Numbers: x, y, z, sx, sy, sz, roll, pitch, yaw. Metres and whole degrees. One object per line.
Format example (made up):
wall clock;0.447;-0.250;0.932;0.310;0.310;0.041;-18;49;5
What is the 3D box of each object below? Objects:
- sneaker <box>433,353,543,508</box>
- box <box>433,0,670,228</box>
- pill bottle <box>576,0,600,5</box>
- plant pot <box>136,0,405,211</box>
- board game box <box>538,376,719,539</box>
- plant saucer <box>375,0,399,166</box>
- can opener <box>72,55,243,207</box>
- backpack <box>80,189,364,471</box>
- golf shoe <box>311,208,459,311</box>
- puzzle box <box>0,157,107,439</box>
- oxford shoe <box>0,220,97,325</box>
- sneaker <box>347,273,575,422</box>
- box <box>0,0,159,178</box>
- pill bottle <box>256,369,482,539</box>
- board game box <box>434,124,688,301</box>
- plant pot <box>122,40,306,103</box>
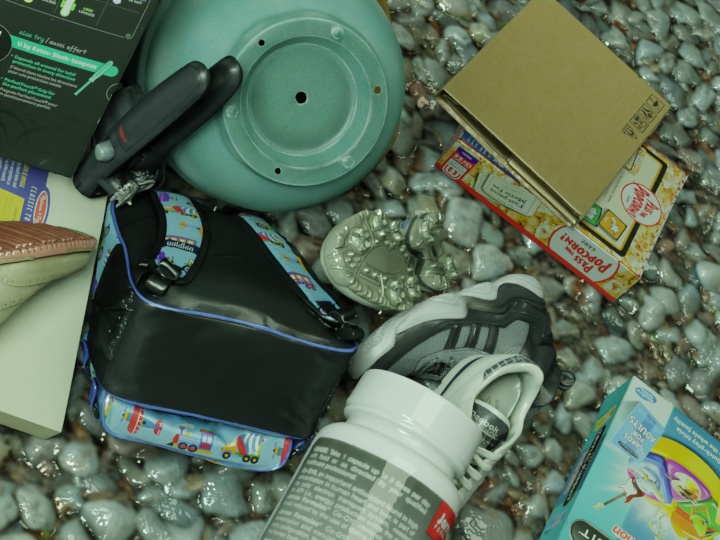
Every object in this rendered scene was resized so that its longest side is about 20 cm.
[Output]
sneaker;0.061;0.142;1.358;0.076;0.080;0.200;39;73;-17
box;0.172;-0.147;1.618;0.163;0.021;0.200;43;47;0
pill bottle;0.165;-0.348;1.744;0.200;0.116;0.116;30;50;-12
plant pot;-0.054;-0.130;1.326;0.200;0.134;0.200;-3;104;-13
board game box;0.235;0.204;1.475;0.151;0.047;0.200;37;49;-5
plant saucer;0.001;-0.172;1.492;0.035;0.200;0.200;-7;56;11
can opener;-0.146;-0.099;1.267;0.063;0.200;0.079;-26;90;-34
backpack;-0.113;0.031;1.320;0.182;0.135;0.200;15;22;-24
golf shoe;0.000;0.000;1.401;0.200;0.097;0.078;1;76;-67
puzzle box;-0.253;0.004;1.288;0.133;0.025;0.200;25;59;-31
oxford shoe;-0.259;0.013;1.232;0.071;0.074;0.200;17;22;38
sneaker;0.088;0.077;1.450;0.200;0.075;0.114;-17;72;-37
box;-0.220;-0.195;1.270;0.124;0.200;0.149;16;36;-23
pill bottle;-0.002;0.177;1.264;0.114;0.114;0.200;33;72;-9
board game box;0.181;-0.089;1.633;0.200;0.046;0.152;37;48;-5
plant pot;-0.117;-0.196;1.468;0.141;0.141;0.200;-12;78;-36
